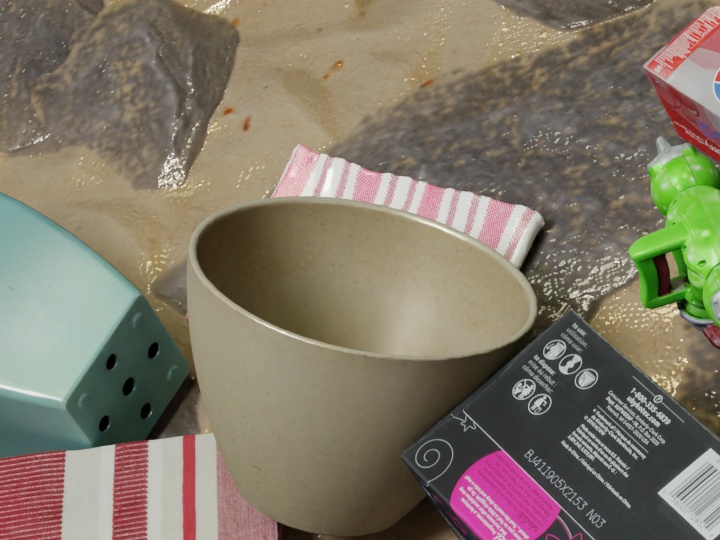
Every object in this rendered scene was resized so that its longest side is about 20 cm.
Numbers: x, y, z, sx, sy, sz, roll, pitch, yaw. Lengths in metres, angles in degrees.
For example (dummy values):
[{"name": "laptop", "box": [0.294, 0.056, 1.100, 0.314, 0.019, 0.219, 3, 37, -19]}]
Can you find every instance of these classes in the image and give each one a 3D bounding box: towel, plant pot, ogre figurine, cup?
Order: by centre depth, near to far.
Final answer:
[{"name": "ogre figurine", "box": [0.207, 0.008, 1.643, 0.098, 0.120, 0.201, -13, 49, 21]}, {"name": "cup", "box": [-0.010, 0.065, 1.685, 0.199, 0.144, 0.200, 9, 24, -4]}, {"name": "towel", "box": [-0.144, 0.152, 1.734, 0.199, 0.023, 0.144, -7, 34, 1]}, {"name": "towel", "box": [0.000, 0.000, 1.837, 0.199, 0.030, 0.147, 16, 64, 38]}, {"name": "plant pot", "box": [-0.219, 0.045, 1.857, 0.199, 0.142, 0.142, 19, 65, 32]}]

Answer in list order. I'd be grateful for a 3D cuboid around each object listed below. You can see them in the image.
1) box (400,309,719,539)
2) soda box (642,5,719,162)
[{"name": "box", "box": [0.141, 0.140, 1.575, 0.132, 0.115, 0.200, -40, 45, -7]}, {"name": "soda box", "box": [0.257, -0.078, 1.723, 0.063, 0.070, 0.200, -43, 45, -8]}]
